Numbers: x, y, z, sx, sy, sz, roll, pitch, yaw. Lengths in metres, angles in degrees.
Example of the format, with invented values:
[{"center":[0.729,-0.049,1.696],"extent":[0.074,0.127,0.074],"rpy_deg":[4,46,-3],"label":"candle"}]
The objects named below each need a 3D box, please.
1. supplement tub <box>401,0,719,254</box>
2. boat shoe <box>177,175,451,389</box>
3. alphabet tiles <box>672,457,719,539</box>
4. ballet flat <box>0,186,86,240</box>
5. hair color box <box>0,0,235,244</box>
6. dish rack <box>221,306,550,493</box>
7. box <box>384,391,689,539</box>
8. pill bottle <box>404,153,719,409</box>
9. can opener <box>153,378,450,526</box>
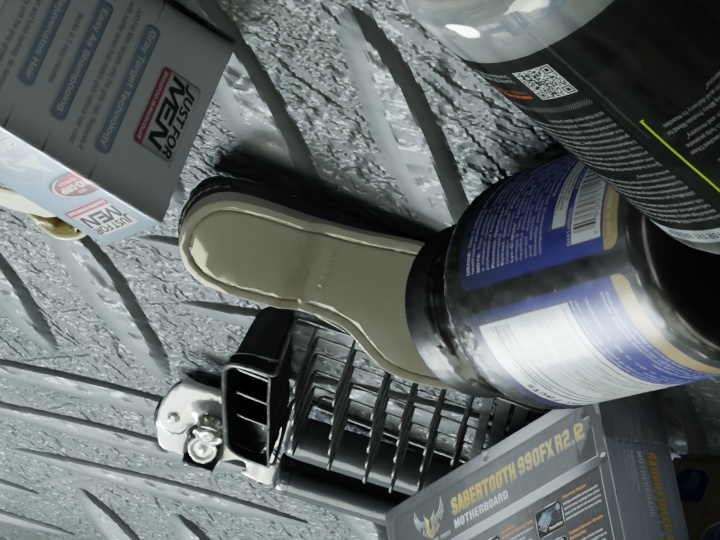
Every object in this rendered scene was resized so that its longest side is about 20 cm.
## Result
[{"center":[0.117,-0.087,0.918],"extent":[0.200,0.123,0.122],"rpy_deg":[38,152,-33],"label":"supplement tub"},{"center":[0.000,0.000,1.321],"extent":[0.199,0.073,0.063],"rpy_deg":[22,-159,-15],"label":"boat shoe"},{"center":[0.198,0.176,1.371],"extent":[0.200,0.168,0.008],"rpy_deg":[-3,147,44],"label":"alphabet tiles"},{"center":[-0.192,-0.081,1.270],"extent":[0.069,0.070,0.200],"rpy_deg":[0,149,40],"label":"ballet flat"},{"center":[-0.165,-0.105,1.148],"extent":[0.200,0.099,0.061],"rpy_deg":[32,155,-23],"label":"hair color box"},{"center":[0.021,0.089,1.478],"extent":[0.199,0.055,0.154],"rpy_deg":[18,158,6],"label":"dish rack"},{"center":[0.098,0.173,1.398],"extent":[0.048,0.159,0.200],"rpy_deg":[9,149,-35],"label":"box"},{"center":[0.107,0.002,1.136],"extent":[0.112,0.112,0.200],"rpy_deg":[31,156,-23],"label":"pill bottle"},{"center":[-0.032,0.110,1.584],"extent":[0.199,0.067,0.053],"rpy_deg":[19,117,1],"label":"can opener"}]
